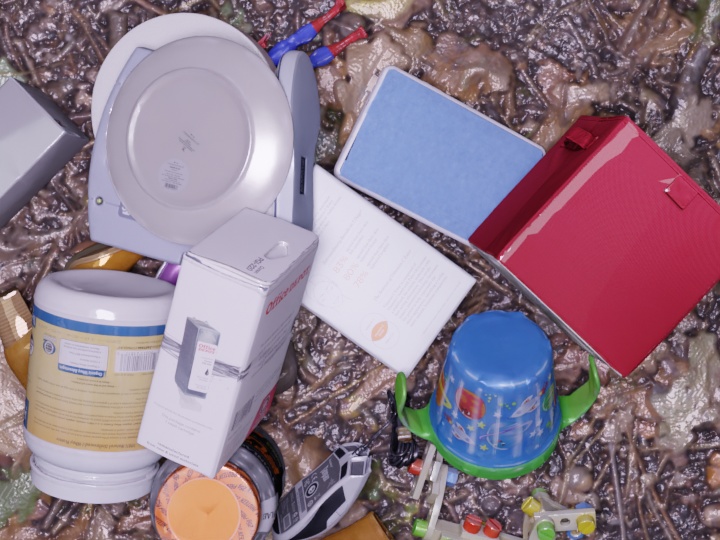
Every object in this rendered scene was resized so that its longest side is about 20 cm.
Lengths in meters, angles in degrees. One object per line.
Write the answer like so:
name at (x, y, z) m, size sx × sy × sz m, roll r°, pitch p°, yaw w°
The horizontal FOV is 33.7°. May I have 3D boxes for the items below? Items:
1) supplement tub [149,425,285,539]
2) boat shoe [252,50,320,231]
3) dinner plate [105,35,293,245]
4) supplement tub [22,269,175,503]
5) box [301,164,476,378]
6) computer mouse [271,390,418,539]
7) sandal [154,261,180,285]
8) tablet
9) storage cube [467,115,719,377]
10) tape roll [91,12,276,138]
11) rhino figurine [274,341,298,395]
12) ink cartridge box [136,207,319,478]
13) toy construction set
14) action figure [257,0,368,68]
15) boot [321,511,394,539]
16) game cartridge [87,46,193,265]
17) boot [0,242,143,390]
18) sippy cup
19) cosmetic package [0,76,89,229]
supplement tub at (-0.139, 0.219, 1.177) m, size 0.122 × 0.200 × 0.123 m, roll 0°, pitch 92°, yaw 0°
boat shoe at (-0.090, -0.112, 1.155) m, size 0.086 × 0.075 × 0.202 m, roll 0°, pitch 87°, yaw 20°
dinner plate at (-0.159, -0.124, 1.129) m, size 0.200 × 0.024 × 0.201 m, roll 0°, pitch 91°, yaw 20°
supplement tub at (-0.250, 0.109, 1.155) m, size 0.144 × 0.145 × 0.200 m, roll 8°, pitch 100°, yaw 0°
box at (0.000, 0.000, 1.221) m, size 0.200 × 0.097 × 0.124 m, roll 36°, pitch 91°, yaw -1°
computer mouse at (-0.013, 0.217, 1.240) m, size 0.200 × 0.110 × 0.044 m, roll -43°, pitch 114°, yaw 13°
sandal at (-0.193, 0.077, 1.244) m, size 0.082 × 0.050 × 0.203 m, roll 15°, pitch 90°, yaw -9°
tablet at (0.085, -0.112, 1.238) m, size 0.200 × 0.014 × 0.130 m, roll 26°, pitch 90°, yaw -15°
storage cube at (0.240, -0.028, 1.174) m, size 0.200 × 0.171 × 0.180 m, roll 43°, pitch 92°, yaw -9°
tape roll at (-0.174, -0.159, 1.214) m, size 0.202 × 0.037 × 0.203 m, roll 1°, pitch 98°, yaw 7°
rhino figurine at (-0.123, 0.059, 1.204) m, size 0.087 × 0.060 × 0.200 m, roll -25°, pitch 128°, yaw -6°
ink cartridge box at (-0.118, 0.061, 1.078) m, size 0.085 × 0.146 × 0.200 m, roll 23°, pitch 115°, yaw 8°
toy construction set at (0.132, 0.262, 1.232) m, size 0.200 × 0.092 × 0.131 m, roll 23°, pitch 116°, yaw 7°
action figure at (-0.089, -0.209, 1.242) m, size 0.200 × 0.052 × 0.065 m, roll -36°, pitch 94°, yaw 4°
boot at (0.015, 0.366, 1.237) m, size 0.144 × 0.071 × 0.201 m, roll -32°, pitch 86°, yaw 4°
game cartridge at (-0.198, -0.114, 1.184) m, size 0.133 × 0.041 × 0.200 m, roll 16°, pitch 97°, yaw 2°
boot at (-0.275, 0.054, 1.248) m, size 0.201 × 0.071 × 0.144 m, roll -28°, pitch 105°, yaw -8°
sippy cup at (0.133, 0.112, 1.157) m, size 0.178 × 0.130 × 0.140 m, roll -33°, pitch 56°, yaw -25°
cosmetic package at (-0.383, -0.097, 1.216) m, size 0.090 × 0.107 × 0.200 m, roll 43°, pitch 90°, yaw -1°
